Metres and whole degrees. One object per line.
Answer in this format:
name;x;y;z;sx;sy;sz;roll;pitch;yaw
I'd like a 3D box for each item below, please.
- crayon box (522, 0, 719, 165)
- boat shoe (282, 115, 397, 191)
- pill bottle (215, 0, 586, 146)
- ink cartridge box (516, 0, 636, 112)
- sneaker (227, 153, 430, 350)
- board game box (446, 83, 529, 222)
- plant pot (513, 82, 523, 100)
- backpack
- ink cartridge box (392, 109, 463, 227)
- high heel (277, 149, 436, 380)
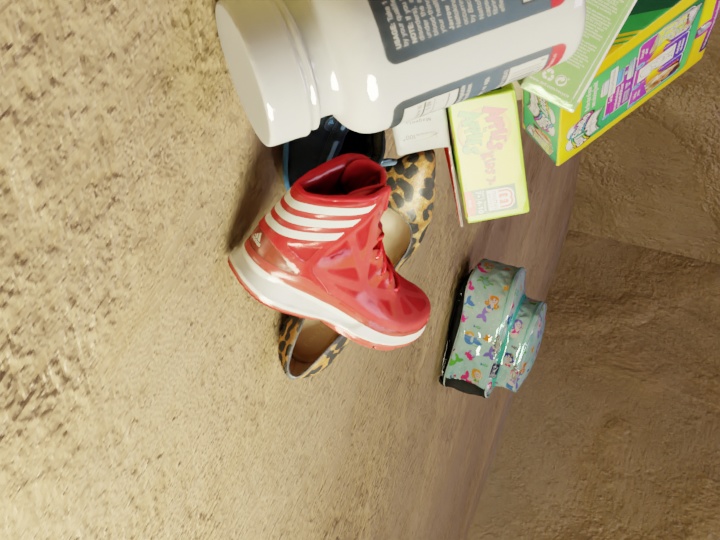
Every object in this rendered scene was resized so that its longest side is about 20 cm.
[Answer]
crayon box;0.222;-0.189;1.004;0.172;0.058;0.200;-36;165;-1
boat shoe;-0.017;-0.087;0.869;0.084;0.069;0.200;-59;167;-16
pill bottle;0.021;-0.151;0.702;0.120;0.200;0.120;159;-90;-78
ink cartridge box;0.169;-0.220;0.806;0.200;0.048;0.146;-62;-170;20
sneaker;0.009;-0.013;0.851;0.200;0.078;0.116;14;121;-51
board game box;0.086;-0.136;0.899;0.200;0.047;0.102;-95;174;-54
plant pot;0.141;-0.267;1.033;0.177;0.200;0.200;-43;171;-41
backpack;0.211;0.087;1.838;0.178;0.150;0.201;-36;133;-67
ink cartridge box;0.037;-0.157;0.897;0.174;0.043;0.200;78;4;-46
high heel;0.000;0.000;0.947;0.200;0.071;0.143;-55;-173;38
